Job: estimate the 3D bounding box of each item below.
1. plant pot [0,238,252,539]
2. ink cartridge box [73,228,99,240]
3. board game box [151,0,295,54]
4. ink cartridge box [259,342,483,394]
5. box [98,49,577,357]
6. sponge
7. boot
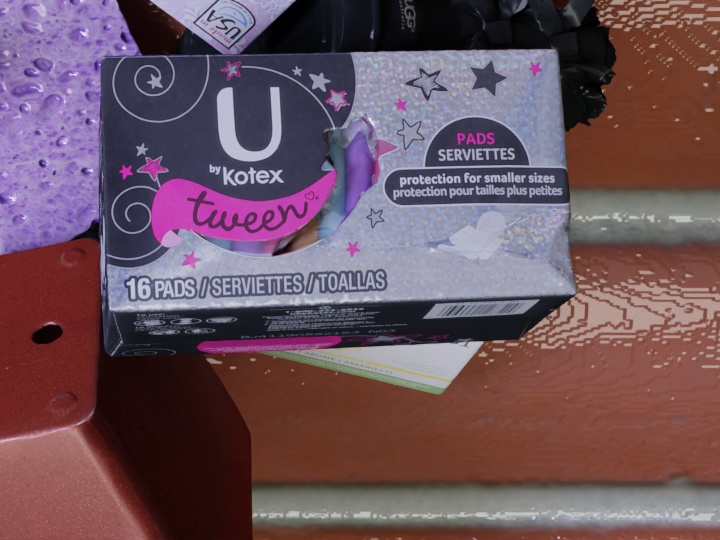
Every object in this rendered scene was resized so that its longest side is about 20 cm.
[{"bbox_3d":[-0.169,0.102,1.108,0.199,0.200,0.176,-11,130,5],"label":"plant pot"},{"bbox_3d":[-0.200,0.026,1.228,0.136,0.076,0.200,-25,123,19],"label":"ink cartridge box"},{"bbox_3d":[-0.073,-0.209,0.958,0.200,0.043,0.199,35,135,-18],"label":"board game box"},{"bbox_3d":[0.000,0.000,1.162,0.145,0.048,0.200,14,159,-7],"label":"ink cartridge box"},{"bbox_3d":[-0.016,-0.030,1.000,0.199,0.115,0.132,-3,170,-8],"label":"box"},{"bbox_3d":[-0.170,-0.110,1.107,0.111,0.030,0.200,-30,113,-12],"label":"sponge"},{"bbox_3d":[0.016,-0.100,1.116,0.162,0.074,0.198,4,170,-32],"label":"boot"}]
